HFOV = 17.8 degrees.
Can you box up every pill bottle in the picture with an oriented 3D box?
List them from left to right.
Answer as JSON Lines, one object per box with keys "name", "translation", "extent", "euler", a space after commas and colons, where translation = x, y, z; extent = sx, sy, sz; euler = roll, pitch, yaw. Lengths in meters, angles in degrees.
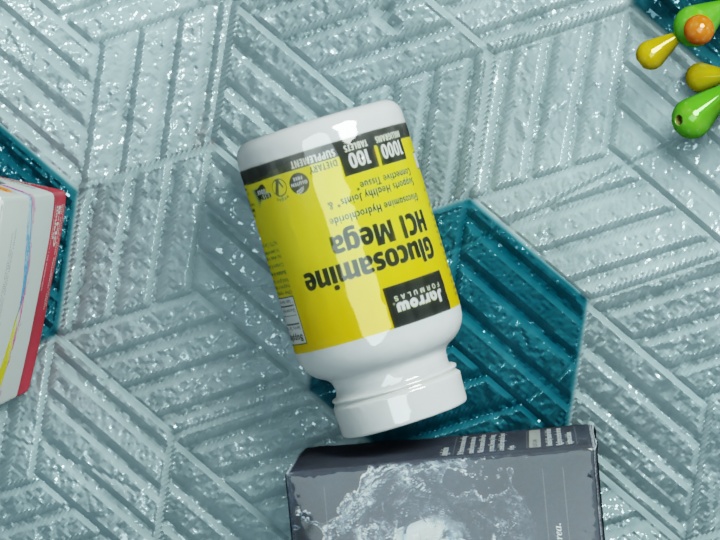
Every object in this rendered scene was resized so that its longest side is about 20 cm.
{"name": "pill bottle", "translation": [0.000, 0.000, 1.476], "extent": [0.112, 0.112, 0.201], "euler": [-17, 92, 4]}

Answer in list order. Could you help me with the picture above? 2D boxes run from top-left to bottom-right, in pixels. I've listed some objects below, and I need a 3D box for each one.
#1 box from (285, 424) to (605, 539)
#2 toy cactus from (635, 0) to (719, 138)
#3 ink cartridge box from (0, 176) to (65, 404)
{"name": "box", "translation": [0.062, 0.210, 1.483], "extent": [0.199, 0.117, 0.197], "euler": [-5, 93, 5]}
{"name": "toy cactus", "translation": [0.269, -0.174, 1.470], "extent": [0.165, 0.102, 0.201], "euler": [16, 85, -7]}
{"name": "ink cartridge box", "translation": [-0.284, 0.005, 1.450], "extent": [0.145, 0.200, 0.145], "euler": [13, 94, 2]}
